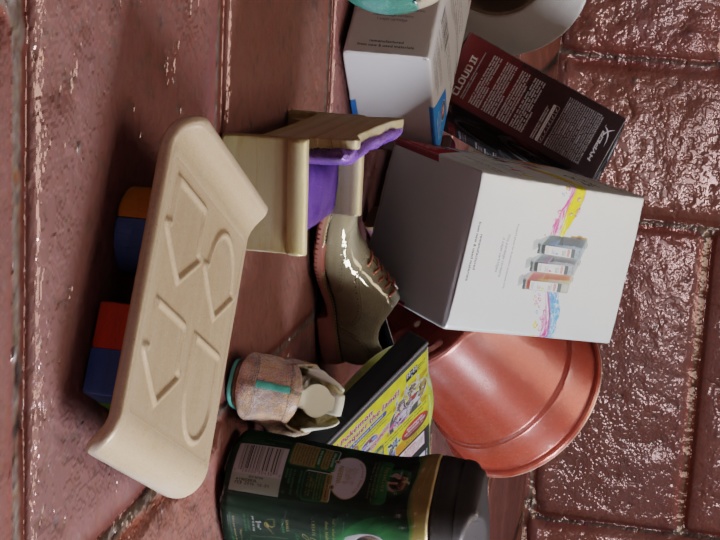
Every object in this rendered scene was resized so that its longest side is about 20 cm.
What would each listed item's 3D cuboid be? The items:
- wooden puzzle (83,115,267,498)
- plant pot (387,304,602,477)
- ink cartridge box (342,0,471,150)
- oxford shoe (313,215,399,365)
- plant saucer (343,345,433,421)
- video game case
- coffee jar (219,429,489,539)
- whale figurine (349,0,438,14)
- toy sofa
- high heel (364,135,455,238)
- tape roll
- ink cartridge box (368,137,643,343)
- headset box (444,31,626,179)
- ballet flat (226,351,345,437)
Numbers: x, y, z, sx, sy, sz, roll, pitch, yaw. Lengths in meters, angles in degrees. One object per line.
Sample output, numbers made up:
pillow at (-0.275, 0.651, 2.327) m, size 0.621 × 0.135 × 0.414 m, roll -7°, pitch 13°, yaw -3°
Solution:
wooden puzzle at (-0.117, 0.026, 1.018) m, size 0.185 × 0.046 × 0.202 m, roll 58°, pitch 44°, yaw -71°
plant pot at (0.118, 0.081, 1.749) m, size 0.195 × 0.199 × 0.203 m, roll 42°, pitch 49°, yaw -39°
ink cartridge box at (0.048, -0.234, 1.574) m, size 0.147 × 0.083 × 0.202 m, roll 79°, pitch 20°, yaw -56°
oxford shoe at (0.000, 0.000, 1.485) m, size 0.071 × 0.073 × 0.202 m, roll -71°, pitch 163°, yaw -47°
plant saucer at (0.011, 0.164, 1.531) m, size 0.200 × 0.031 × 0.201 m, roll -43°, pitch 148°, yaw -34°
video game case at (-0.008, 0.176, 1.447) m, size 0.200 × 0.025 × 0.182 m, roll -43°, pitch 147°, yaw -32°
coffee jar at (-0.001, 0.182, 1.261) m, size 0.086 × 0.197 × 0.105 m, roll -72°, pitch 164°, yaw -44°
whale figurine at (0.006, -0.304, 1.371) m, size 0.159 × 0.103 × 0.202 m, roll 50°, pitch 23°, yaw -75°
toy sofa at (-0.032, -0.067, 1.242) m, size 0.200 × 0.096 × 0.084 m, roll -42°, pitch 136°, yaw -74°
high heel at (0.065, -0.059, 1.735) m, size 0.097 × 0.067 × 0.201 m, roll 65°, pitch 30°, yaw -26°
tape roll at (0.144, -0.341, 1.709) m, size 0.140 × 0.200 × 0.204 m, roll -70°, pitch 162°, yaw -47°
ink cartridge box at (0.132, -0.026, 1.546) m, size 0.198 × 0.145 × 0.146 m, roll 7°, pitch 101°, yaw -35°
headset box at (0.162, -0.155, 1.705) m, size 0.078 × 0.199 × 0.149 m, roll -60°, pitch 173°, yaw -6°
ballet flat at (-0.049, 0.102, 1.315) m, size 0.200 × 0.066 × 0.069 m, roll 20°, pitch 76°, yaw -78°
